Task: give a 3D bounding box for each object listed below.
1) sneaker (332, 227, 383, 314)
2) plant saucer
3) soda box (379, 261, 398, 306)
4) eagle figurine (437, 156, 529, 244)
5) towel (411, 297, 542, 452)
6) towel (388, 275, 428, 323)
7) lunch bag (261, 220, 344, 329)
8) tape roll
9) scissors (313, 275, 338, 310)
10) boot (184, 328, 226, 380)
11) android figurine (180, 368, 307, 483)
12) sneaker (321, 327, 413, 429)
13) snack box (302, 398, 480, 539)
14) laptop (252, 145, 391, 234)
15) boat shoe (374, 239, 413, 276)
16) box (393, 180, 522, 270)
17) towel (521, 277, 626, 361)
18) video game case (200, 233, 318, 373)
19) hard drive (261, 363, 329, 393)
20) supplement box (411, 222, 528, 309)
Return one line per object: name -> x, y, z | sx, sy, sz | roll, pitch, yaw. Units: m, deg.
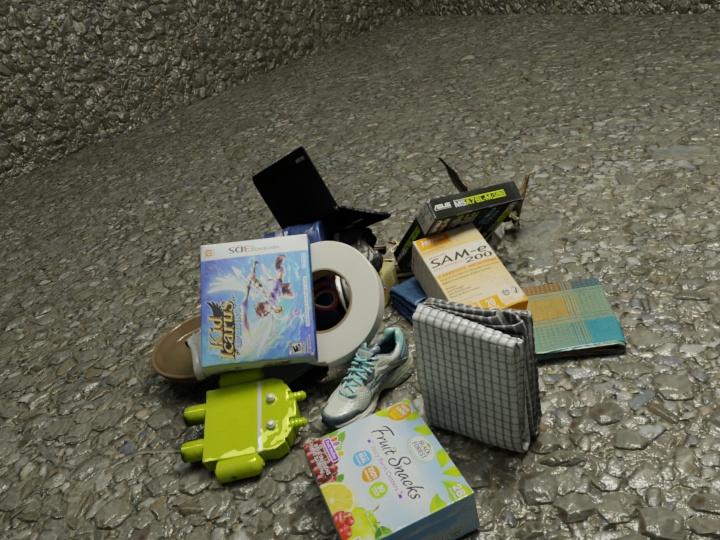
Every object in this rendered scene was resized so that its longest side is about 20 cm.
sneaker -> 0.000, 0.000, 1.248 | 0.086, 0.076, 0.203 | -16, 53, 12
plant saucer -> -0.276, 0.135, 1.232 | 0.195, 0.030, 0.201 | -11, 30, 6
soda box -> -0.025, 0.019, 1.352 | 0.196, 0.065, 0.068 | 6, 35, 33
eagle figurine -> 0.240, -0.140, 1.433 | 0.196, 0.155, 0.151 | 14, -1, 14
towel -> 0.158, 0.134, 0.932 | 0.163, 0.204, 0.085 | 12, 37, 37
towel -> 0.156, 0.024, 1.278 | 0.197, 0.049, 0.111 | -25, 30, -18
lunch bag -> -0.107, 0.024, 1.254 | 0.129, 0.205, 0.136 | -13, -14, 10
tape roll -> -0.058, 0.054, 1.126 | 0.198, 0.037, 0.208 | -5, 71, 16
scissors -> -0.126, 0.060, 1.177 | 0.196, 0.075, 0.014 | -23, -12, 9
boot -> -0.255, 0.101, 1.169 | 0.094, 0.075, 0.201 | -18, 36, -8
android figurine -> -0.175, 0.230, 1.045 | 0.195, 0.041, 0.185 | -11, 48, 6
sneaker -> 0.003, 0.160, 1.068 | 0.077, 0.088, 0.199 | 16, 41, 36
snack box -> 0.033, 0.274, 0.883 | 0.166, 0.069, 0.200 | -21, 31, -11
laptop -> -0.074, -0.135, 1.277 | 0.197, 0.106, 0.176 | 5, -15, -39
boat shoe -> 0.056, -0.027, 1.396 | 0.195, 0.061, 0.072 | -7, 28, 12
box -> 0.177, -0.081, 1.288 | 0.190, 0.201, 0.048 | -17, 70, -23
towel -> 0.343, 0.077, 1.134 | 0.143, 0.022, 0.201 | -8, 28, 10
video game case -> -0.163, 0.051, 1.094 | 0.177, 0.046, 0.205 | -6, 70, 2
hard drive -> -0.163, 0.163, 1.196 | 0.138, 0.033, 0.199 | -31, 33, -27
supplement box -> 0.182, 0.022, 1.178 | 0.124, 0.074, 0.202 | -17, 48, -13
